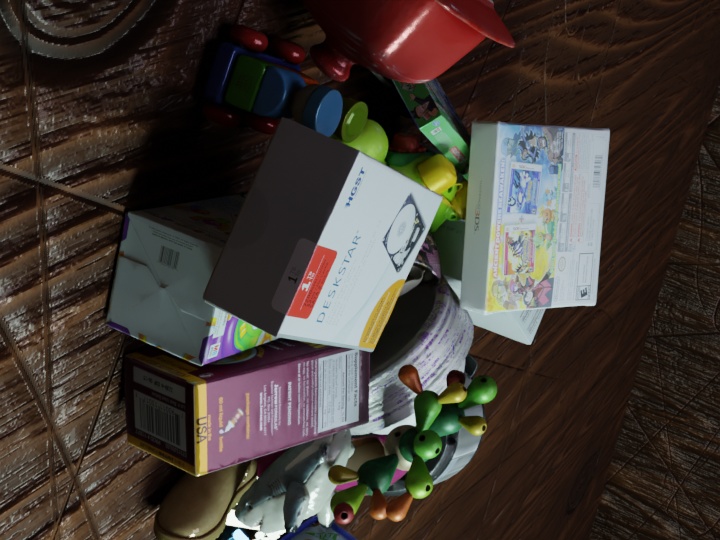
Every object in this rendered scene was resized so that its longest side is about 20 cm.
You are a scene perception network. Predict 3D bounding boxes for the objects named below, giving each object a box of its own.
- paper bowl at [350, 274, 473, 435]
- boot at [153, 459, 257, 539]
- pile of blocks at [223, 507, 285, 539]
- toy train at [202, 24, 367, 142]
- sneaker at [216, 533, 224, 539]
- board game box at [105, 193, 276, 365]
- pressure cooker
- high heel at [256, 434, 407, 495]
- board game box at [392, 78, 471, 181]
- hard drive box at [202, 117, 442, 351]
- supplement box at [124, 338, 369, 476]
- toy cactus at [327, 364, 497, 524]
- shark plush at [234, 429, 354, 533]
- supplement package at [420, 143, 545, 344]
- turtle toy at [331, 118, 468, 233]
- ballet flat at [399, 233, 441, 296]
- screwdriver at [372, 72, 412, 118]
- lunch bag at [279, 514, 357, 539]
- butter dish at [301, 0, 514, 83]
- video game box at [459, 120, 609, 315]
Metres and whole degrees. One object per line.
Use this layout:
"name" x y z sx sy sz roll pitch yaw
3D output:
"paper bowl" 0.033 0.097 1.348 0.104 0.200 0.201 53 55 -24
"boot" -0.140 0.150 1.217 0.175 0.066 0.201 -49 153 -63
"pile of blocks" -0.124 0.277 1.382 0.201 0.082 0.062 -67 -158 18
"toy train" -0.042 -0.149 1.097 0.200 0.115 0.085 -1 115 -65
"sneaker" -0.148 0.331 1.307 0.200 0.075 0.116 17 88 -54
"board game box" -0.114 0.001 1.087 0.200 0.105 0.103 -16 124 -61
"pressure cooker" 0.061 0.186 1.530 0.200 0.175 0.179 6 75 -69
"high heel" -0.016 0.192 1.310 0.200 0.067 0.096 -19 132 -30
"board game box" 0.074 -0.180 1.326 0.029 0.135 0.200 -30 159 11
"hard drive box" -0.025 -0.022 1.019 0.156 0.077 0.200 -66 157 4
"supplement box" -0.099 0.107 1.116 0.200 0.110 0.086 -12 109 -42
"toy cactus" 0.041 0.168 1.202 0.200 0.102 0.165 -49 178 -11
"shark plush" -0.057 0.171 1.213 0.091 0.083 0.201 -8 119 -60
"supplement package" 0.132 -0.032 1.490 0.147 0.191 0.200 -65 157 -10
"turtle toy" 0.031 -0.093 1.314 0.146 0.101 0.200 -32 150 13
"ballet flat" 0.000 0.000 1.265 0.199 0.071 0.069 -5 146 -30
"screwdriver" 0.029 -0.203 1.318 0.029 0.028 0.200 -39 160 4
"lunch bag" -0.083 0.423 1.502 0.200 0.124 0.171 -22 130 -47
"butter dish" 0.012 -0.236 1.113 0.148 0.199 0.200 -49 162 15
"video game box" 0.189 -0.058 1.335 0.182 0.047 0.201 -2 98 -42
